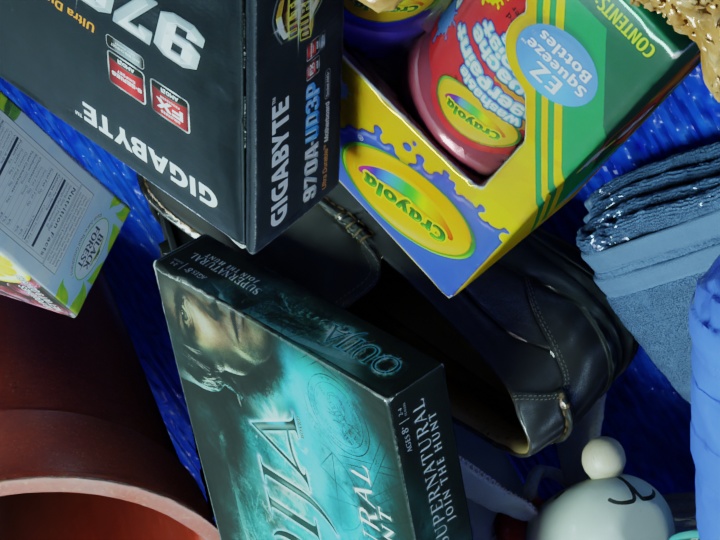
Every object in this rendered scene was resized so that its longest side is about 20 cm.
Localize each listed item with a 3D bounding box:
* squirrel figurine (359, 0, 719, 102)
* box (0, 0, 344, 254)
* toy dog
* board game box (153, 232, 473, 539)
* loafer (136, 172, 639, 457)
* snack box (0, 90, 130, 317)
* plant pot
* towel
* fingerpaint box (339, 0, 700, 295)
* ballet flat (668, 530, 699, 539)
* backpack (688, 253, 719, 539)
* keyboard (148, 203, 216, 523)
[{"bbox_3d":[0.076,-0.134,0.726,0.200,0.187,0.142,44,148,11],"label":"squirrel figurine"},{"bbox_3d":[-0.090,-0.119,0.882,0.200,0.046,0.159,35,145,26],"label":"box"},{"bbox_3d":[0.043,0.063,1.079,0.200,0.132,0.096,0,100,34],"label":"toy dog"},{"bbox_3d":[-0.008,0.095,1.019,0.135,0.028,0.200,27,139,44],"label":"board game box"},{"bbox_3d":[0.000,0.000,1.016,0.200,0.072,0.073,24,137,17],"label":"loafer"},{"bbox_3d":[-0.202,-0.053,1.026,0.200,0.053,0.142,17,164,28],"label":"snack box"},{"bbox_3d":[-0.161,0.086,1.165,0.201,0.201,0.195,83,171,-45],"label":"plant pot"},{"bbox_3d":[0.169,0.039,0.978,0.112,0.049,0.200,-18,116,51],"label":"towel"},{"bbox_3d":[0.013,-0.114,0.887,0.200,0.073,0.167,48,146,4],"label":"fingerpaint box"},{"bbox_3d":[0.156,0.157,1.035,0.073,0.073,0.200,11,163,35],"label":"ballet flat"},{"bbox_3d":[0.173,0.012,0.792,0.162,0.200,0.168,0,115,29],"label":"backpack"},{"bbox_3d":[-0.066,0.037,1.150,0.021,0.127,0.200,-9,143,-4],"label":"keyboard"}]
